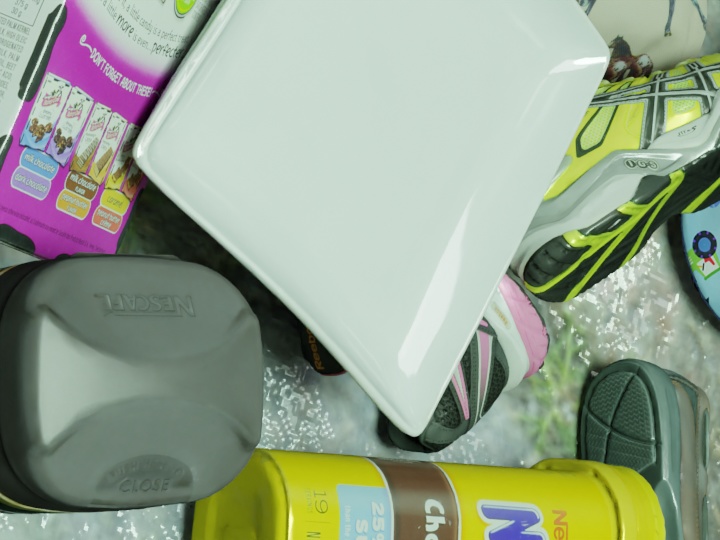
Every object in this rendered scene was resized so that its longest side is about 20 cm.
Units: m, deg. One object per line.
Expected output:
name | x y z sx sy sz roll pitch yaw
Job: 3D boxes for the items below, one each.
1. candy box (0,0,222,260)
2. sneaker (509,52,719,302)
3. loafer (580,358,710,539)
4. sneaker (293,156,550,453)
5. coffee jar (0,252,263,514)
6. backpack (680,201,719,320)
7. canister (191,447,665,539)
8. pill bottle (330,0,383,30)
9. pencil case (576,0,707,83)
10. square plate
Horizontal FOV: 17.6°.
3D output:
candy box | -0.096 -0.106 0.812 0.201 0.061 0.136 -67 165 -3
sneaker | 0.134 -0.066 1.050 0.199 0.076 0.076 -30 64 -28
loafer | 0.143 0.144 1.093 0.063 0.072 0.202 11 77 -41
sneaker | 0.000 0.000 0.994 0.200 0.080 0.086 48 66 -20
coffee jar | -0.123 0.043 0.820 0.104 0.199 0.086 1 84 -36
backpack | 0.260 -0.045 1.159 0.182 0.134 0.201 39 67 -26
canister | 0.027 0.151 0.991 0.199 0.086 0.150 7 85 -34
pill bottle | -0.057 -0.188 0.945 0.112 0.112 0.201 -23 97 -36
pencil case | 0.072 -0.121 1.061 0.199 0.089 0.078 0 57 -37
square plate | 0.008 -0.068 0.919 0.200 0.028 0.199 47 63 -41
